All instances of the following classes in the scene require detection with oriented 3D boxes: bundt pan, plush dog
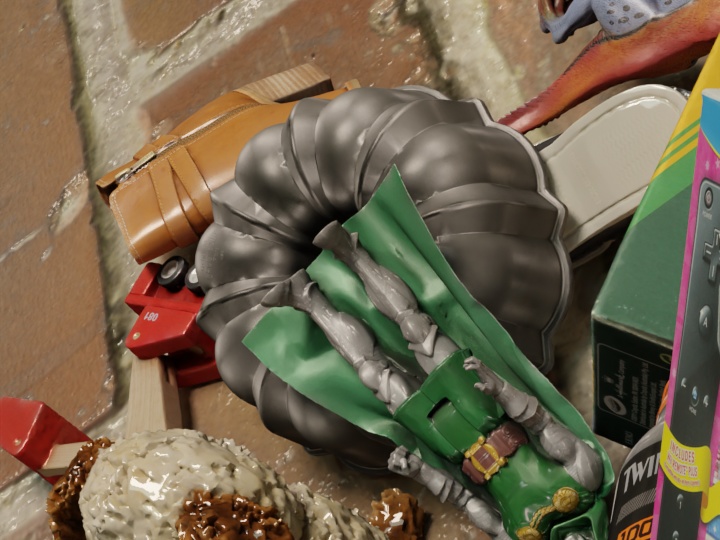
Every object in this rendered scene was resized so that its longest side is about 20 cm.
[{"bbox_3d":[0.000,0.000,1.034,0.202,0.076,0.202,-5,81,30],"label":"bundt pan"},{"bbox_3d":[-0.052,0.134,0.947,0.200,0.172,0.161,7,60,48],"label":"plush dog"}]

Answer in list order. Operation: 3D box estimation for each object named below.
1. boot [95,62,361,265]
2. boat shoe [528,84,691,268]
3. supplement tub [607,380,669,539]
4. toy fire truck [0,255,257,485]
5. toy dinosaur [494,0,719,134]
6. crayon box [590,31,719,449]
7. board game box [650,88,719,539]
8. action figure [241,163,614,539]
[{"bbox_3d":[-0.063,-0.048,1.186,0.155,0.074,0.200,-28,21,-9],"label":"boot"},{"bbox_3d":[0.093,-0.033,1.064,0.200,0.060,0.074,-32,74,24],"label":"boat shoe"},{"bbox_3d":[0.150,0.136,0.794,0.122,0.123,0.200,-15,46,34],"label":"supplement tub"},{"bbox_3d":[-0.110,0.064,1.175,0.200,0.049,0.141,7,61,46],"label":"toy fire truck"},{"bbox_3d":[0.174,-0.117,1.038,0.181,0.105,0.200,22,83,57],"label":"toy dinosaur"},{"bbox_3d":[0.162,-0.027,0.932,0.052,0.126,0.200,21,67,17],"label":"crayon box"},{"bbox_3d":[0.143,0.056,0.623,0.148,0.064,0.200,-134,49,-72],"label":"board game box"},{"bbox_3d":[0.045,0.064,0.941,0.118,0.200,0.055,-50,-10,27],"label":"action figure"}]
